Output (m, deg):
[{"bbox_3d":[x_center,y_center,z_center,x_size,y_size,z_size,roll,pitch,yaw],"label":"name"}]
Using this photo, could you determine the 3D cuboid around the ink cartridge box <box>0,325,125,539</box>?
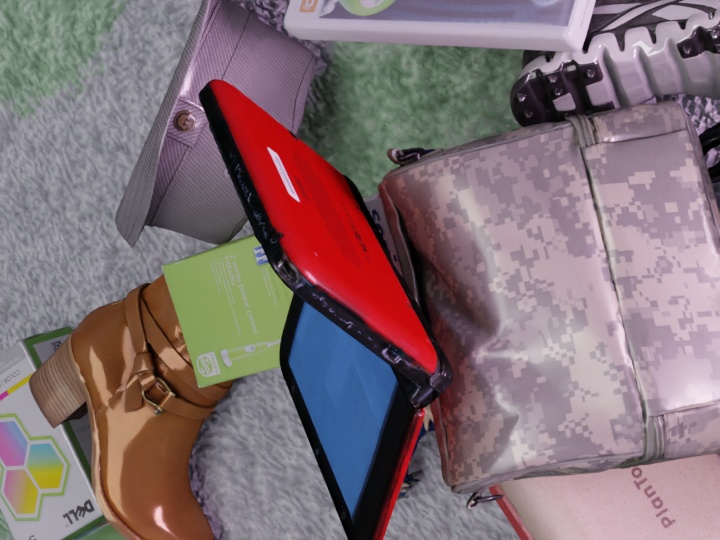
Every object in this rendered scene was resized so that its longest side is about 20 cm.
[{"bbox_3d":[-0.230,0.156,1.412,0.104,0.059,0.201,-31,83,36],"label":"ink cartridge box"}]

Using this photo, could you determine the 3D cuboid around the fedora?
[{"bbox_3d":[-0.087,-0.098,1.206,0.090,0.177,0.201,22,84,-5],"label":"fedora"}]

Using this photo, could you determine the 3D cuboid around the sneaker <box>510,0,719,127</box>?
[{"bbox_3d":[0.181,-0.137,1.032,0.199,0.091,0.067,-10,137,17],"label":"sneaker"}]

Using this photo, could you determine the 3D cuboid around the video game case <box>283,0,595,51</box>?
[{"bbox_3d":[0.062,-0.217,1.073,0.199,0.023,0.183,7,74,34],"label":"video game case"}]

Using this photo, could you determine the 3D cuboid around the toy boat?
[{"bbox_3d":[0.153,0.158,1.112,0.201,0.130,0.131,57,157,12],"label":"toy boat"}]

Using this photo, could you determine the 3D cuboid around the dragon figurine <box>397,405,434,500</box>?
[{"bbox_3d":[0.036,0.080,1.186,0.059,0.099,0.201,33,114,10],"label":"dragon figurine"}]

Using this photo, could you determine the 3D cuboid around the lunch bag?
[{"bbox_3d":[0.107,0.016,0.995,0.139,0.167,0.201,130,129,-80],"label":"lunch bag"}]

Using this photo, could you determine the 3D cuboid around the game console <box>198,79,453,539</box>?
[{"bbox_3d":[-0.038,0.023,0.969,0.119,0.172,0.200,-44,34,12],"label":"game console"}]

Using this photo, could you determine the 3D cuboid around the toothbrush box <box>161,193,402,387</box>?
[{"bbox_3d":[0.000,0.000,1.152,0.199,0.145,0.087,-15,93,38],"label":"toothbrush box"}]

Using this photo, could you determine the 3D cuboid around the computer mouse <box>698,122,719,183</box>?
[{"bbox_3d":[0.244,-0.006,0.977,0.140,0.046,0.201,-27,83,36],"label":"computer mouse"}]

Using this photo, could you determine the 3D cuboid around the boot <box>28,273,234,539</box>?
[{"bbox_3d":[-0.133,0.109,1.326,0.154,0.074,0.200,-36,95,22],"label":"boot"}]
